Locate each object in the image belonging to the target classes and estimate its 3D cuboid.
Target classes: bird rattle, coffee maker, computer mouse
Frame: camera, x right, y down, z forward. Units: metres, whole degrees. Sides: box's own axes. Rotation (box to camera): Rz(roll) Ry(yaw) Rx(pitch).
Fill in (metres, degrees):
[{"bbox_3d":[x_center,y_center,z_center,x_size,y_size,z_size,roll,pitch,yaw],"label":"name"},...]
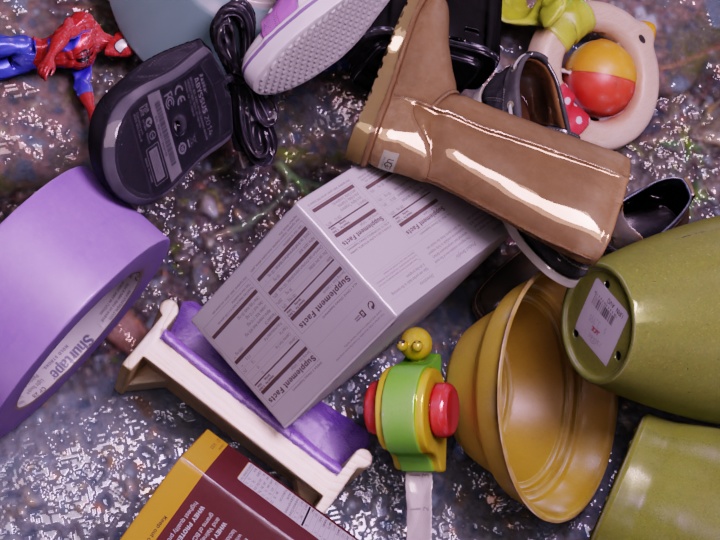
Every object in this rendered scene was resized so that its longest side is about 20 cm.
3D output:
[{"bbox_3d":[0.184,-0.161,1.606,0.163,0.113,0.200,9,74,-26],"label":"bird rattle"},{"bbox_3d":[0.053,-0.256,1.539,0.135,0.192,0.200,2,71,9],"label":"coffee maker"},{"bbox_3d":[-0.142,-0.113,1.432,0.200,0.053,0.139,-38,127,-47],"label":"computer mouse"}]

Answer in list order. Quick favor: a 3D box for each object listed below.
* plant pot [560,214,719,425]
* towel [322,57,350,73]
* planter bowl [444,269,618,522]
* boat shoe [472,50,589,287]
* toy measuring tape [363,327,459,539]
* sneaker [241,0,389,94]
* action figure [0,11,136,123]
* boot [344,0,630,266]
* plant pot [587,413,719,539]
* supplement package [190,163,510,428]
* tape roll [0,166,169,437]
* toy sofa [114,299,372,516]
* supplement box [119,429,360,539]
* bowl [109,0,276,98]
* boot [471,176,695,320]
[{"bbox_3d":[0.262,0.038,1.482,0.200,0.187,0.187,0,72,-30],"label":"plant pot"},{"bbox_3d":[-0.051,-0.234,1.617,0.200,0.024,0.145,-13,77,-15],"label":"towel"},{"bbox_3d":[0.122,0.095,1.498,0.083,0.200,0.200,-2,67,34],"label":"planter bowl"},{"bbox_3d":[0.139,-0.079,1.463,0.072,0.068,0.200,19,46,-38],"label":"boat shoe"},{"bbox_3d":[0.037,0.142,1.435,0.074,0.074,0.200,2,87,-11],"label":"toy measuring tape"},{"bbox_3d":[-0.036,-0.232,1.466,0.200,0.073,0.114,-46,67,1],"label":"sneaker"},{"bbox_3d":[-0.271,-0.153,1.519,0.200,0.065,0.099,-11,53,-14],"label":"action figure"},{"bbox_3d":[0.104,-0.108,1.416,0.200,0.066,0.175,21,63,-1],"label":"boot"},{"bbox_3d":[0.281,0.206,1.473,0.193,0.200,0.200,23,70,8],"label":"plant pot"},{"bbox_3d":[0.000,0.000,1.445,0.111,0.156,0.200,48,39,6],"label":"supplement package"},{"bbox_3d":[-0.237,0.025,1.407,0.085,0.200,0.200,40,70,3],"label":"tape roll"},{"bbox_3d":[-0.084,0.103,1.476,0.200,0.083,0.098,38,71,1],"label":"toy sofa"},{"bbox_3d":[-0.094,0.258,1.365,0.200,0.133,0.197,36,95,1],"label":"supplement box"},{"bbox_3d":[-0.095,-0.246,1.536,0.201,0.105,0.201,5,75,-19],"label":"bowl"},{"bbox_3d":[0.183,-0.020,1.556,0.200,0.097,0.075,-25,70,-18],"label":"boot"}]
